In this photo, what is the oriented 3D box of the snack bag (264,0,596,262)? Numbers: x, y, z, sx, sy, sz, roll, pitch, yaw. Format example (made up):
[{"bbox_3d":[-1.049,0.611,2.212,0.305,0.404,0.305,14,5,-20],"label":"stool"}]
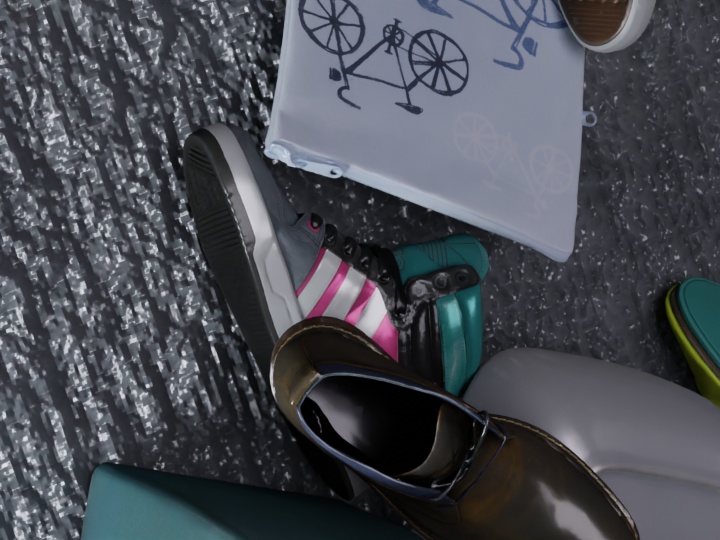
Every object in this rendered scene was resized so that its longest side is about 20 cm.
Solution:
[{"bbox_3d":[0.042,-0.114,0.935,0.187,0.021,0.202,19,62,-27],"label":"snack bag"}]

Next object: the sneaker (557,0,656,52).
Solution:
[{"bbox_3d":[0.150,-0.209,0.981,0.084,0.072,0.202,11,74,-38],"label":"sneaker"}]

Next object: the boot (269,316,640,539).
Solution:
[{"bbox_3d":[0.043,0.095,0.824,0.199,0.097,0.075,31,94,-3],"label":"boot"}]

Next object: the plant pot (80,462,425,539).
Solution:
[{"bbox_3d":[-0.037,0.175,0.826,0.140,0.200,0.143,12,84,-25],"label":"plant pot"}]

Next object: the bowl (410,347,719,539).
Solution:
[{"bbox_3d":[0.122,0.154,0.943,0.199,0.074,0.201,16,96,-37],"label":"bowl"}]

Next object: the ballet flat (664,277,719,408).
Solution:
[{"bbox_3d":[0.241,0.088,1.025,0.199,0.067,0.067,39,45,14],"label":"ballet flat"}]

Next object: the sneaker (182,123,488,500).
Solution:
[{"bbox_3d":[0.000,0.000,0.908,0.120,0.083,0.201,-30,111,-18],"label":"sneaker"}]
